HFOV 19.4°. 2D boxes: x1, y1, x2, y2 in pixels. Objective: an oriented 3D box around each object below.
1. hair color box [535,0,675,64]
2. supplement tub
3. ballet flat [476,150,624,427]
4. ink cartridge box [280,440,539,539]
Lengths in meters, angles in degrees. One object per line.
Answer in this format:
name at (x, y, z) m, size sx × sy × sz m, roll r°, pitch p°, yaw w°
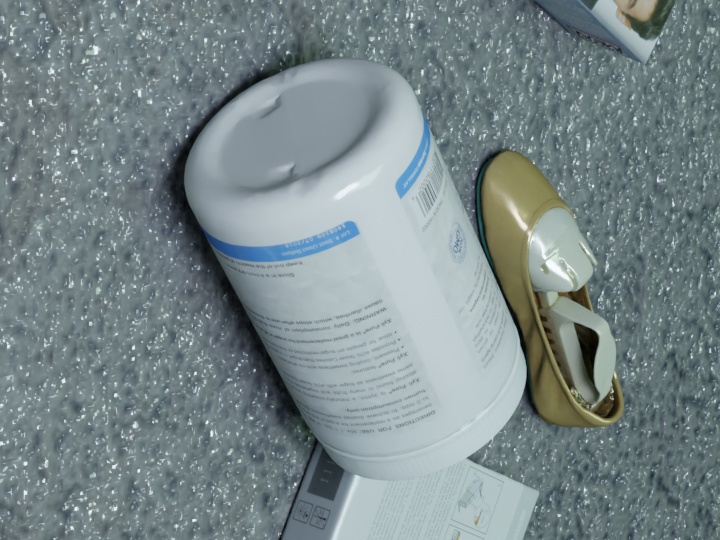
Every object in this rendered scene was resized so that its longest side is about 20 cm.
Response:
hair color box at (0.132, -0.205, 1.228) m, size 0.100 × 0.060 × 0.200 m, roll -64°, pitch 150°, yaw -1°
supplement tub at (0.000, 0.000, 1.126) m, size 0.132 × 0.131 × 0.201 m, roll -47°, pitch 132°, yaw -28°
ballet flat at (0.127, 0.014, 1.320) m, size 0.069 × 0.063 × 0.201 m, roll -42°, pitch 128°, yaw -32°
ink cartridge box at (0.015, 0.197, 1.264) m, size 0.173 × 0.043 × 0.201 m, roll 29°, pitch 79°, yaw -48°
